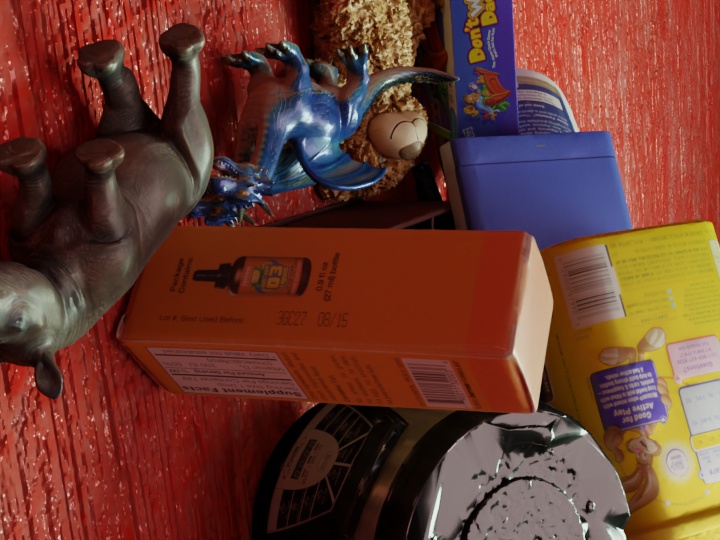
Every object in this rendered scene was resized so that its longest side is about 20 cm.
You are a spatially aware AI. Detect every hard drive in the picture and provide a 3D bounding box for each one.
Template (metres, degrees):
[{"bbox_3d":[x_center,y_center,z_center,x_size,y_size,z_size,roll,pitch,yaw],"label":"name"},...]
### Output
[{"bbox_3d":[0.130,0.010,0.929,0.131,0.025,0.202,-5,79,-30],"label":"hard drive"}]

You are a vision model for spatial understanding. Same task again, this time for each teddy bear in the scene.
[{"bbox_3d":[0.005,-0.145,0.895,0.145,0.066,0.202,-6,96,-66],"label":"teddy bear"}]

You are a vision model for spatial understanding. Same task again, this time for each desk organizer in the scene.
[{"bbox_3d":[0.000,0.000,0.876,0.200,0.076,0.073,-23,112,-66],"label":"desk organizer"}]

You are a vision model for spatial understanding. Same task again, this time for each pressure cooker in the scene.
[{"bbox_3d":[0.033,0.155,0.820,0.175,0.199,0.181,-11,96,-31],"label":"pressure cooker"}]

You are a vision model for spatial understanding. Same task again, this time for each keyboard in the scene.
[{"bbox_3d":[0.068,0.015,1.079,0.104,0.039,0.201,-105,174,-59],"label":"keyboard"}]

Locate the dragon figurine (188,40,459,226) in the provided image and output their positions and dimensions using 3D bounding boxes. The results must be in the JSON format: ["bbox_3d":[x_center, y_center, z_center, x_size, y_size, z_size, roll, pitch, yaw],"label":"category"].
[{"bbox_3d":[-0.024,-0.073,0.792,0.199,0.058,0.101,-6,91,-49],"label":"dragon figurine"}]

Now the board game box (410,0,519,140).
[{"bbox_3d":[0.062,-0.198,0.975,0.134,0.044,0.202,-135,-142,-71],"label":"board game box"}]

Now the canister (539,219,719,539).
[{"bbox_3d":[0.181,0.079,0.872,0.147,0.086,0.202,-8,78,-30],"label":"canister"}]

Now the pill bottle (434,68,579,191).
[{"bbox_3d":[0.125,-0.047,1.056,0.111,0.110,0.201,66,9,-47],"label":"pill bottle"}]

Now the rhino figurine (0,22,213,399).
[{"bbox_3d":[-0.118,-0.018,0.599,0.201,0.059,0.088,-62,157,-43],"label":"rhino figurine"}]

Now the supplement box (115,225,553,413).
[{"bbox_3d":[-0.012,0.022,0.682,0.069,0.198,0.067,63,35,-56],"label":"supplement box"}]
